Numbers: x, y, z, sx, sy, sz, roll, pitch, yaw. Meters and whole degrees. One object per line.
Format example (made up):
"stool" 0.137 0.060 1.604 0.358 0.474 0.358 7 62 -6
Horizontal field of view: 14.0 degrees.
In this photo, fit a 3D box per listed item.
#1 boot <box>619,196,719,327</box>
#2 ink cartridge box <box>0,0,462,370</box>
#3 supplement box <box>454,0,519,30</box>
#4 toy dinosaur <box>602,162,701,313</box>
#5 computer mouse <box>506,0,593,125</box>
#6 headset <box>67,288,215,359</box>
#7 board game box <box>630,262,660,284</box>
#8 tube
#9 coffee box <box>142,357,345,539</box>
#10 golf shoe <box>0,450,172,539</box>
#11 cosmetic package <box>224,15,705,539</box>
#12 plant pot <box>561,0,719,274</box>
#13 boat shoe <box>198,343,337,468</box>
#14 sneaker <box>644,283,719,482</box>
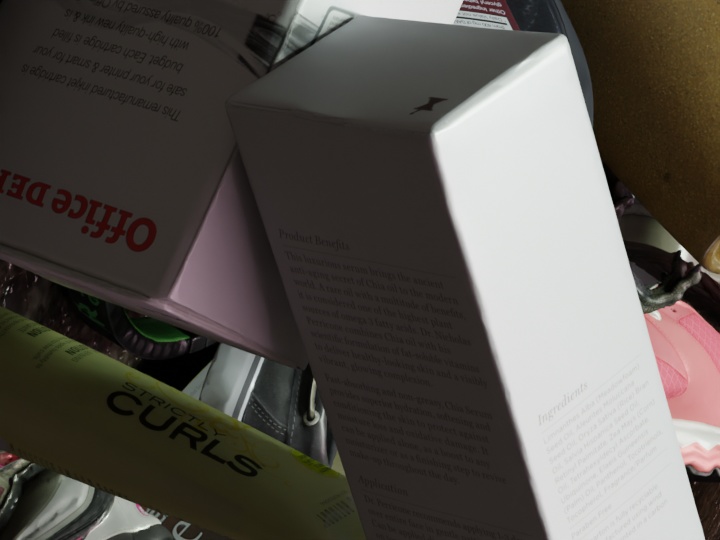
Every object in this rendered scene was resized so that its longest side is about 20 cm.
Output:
"boot" 0.212 -0.071 1.396 0.182 0.072 0.200 36 72 -46
"ink cartridge box" -0.054 -0.082 1.050 0.086 0.146 0.200 27 84 -48
"supplement box" 0.004 -0.086 1.135 0.061 0.200 0.109 3 134 -27
"toy dinosaur" 0.091 -0.008 1.262 0.088 0.200 0.047 -15 163 -26
"computer mouse" 0.058 -0.097 1.179 0.139 0.053 0.200 107 -25 -55
"headset" -0.056 -0.041 1.259 0.200 0.094 0.124 -25 134 -42
"board game box" 0.108 0.089 1.472 0.135 0.034 0.200 -57 165 -20
"tube" -0.075 0.064 1.085 0.058 0.200 0.052 -56 159 -31
"coffee box" -0.009 0.162 1.308 0.200 0.198 0.200 -46 154 -13
"golf shoe" -0.145 0.174 1.176 0.200 0.092 0.073 -69 162 3
"cosmetic package" 0.037 0.021 0.982 0.071 0.101 0.200 -36 121 -34
"plant pot" 0.151 -0.106 1.248 0.186 0.200 0.186 -19 161 -7
"boat shoe" 0.000 0.000 1.197 0.070 0.066 0.200 86 26 -51
"sneaker" 0.114 0.045 1.337 0.200 0.074 0.087 17 75 -50
